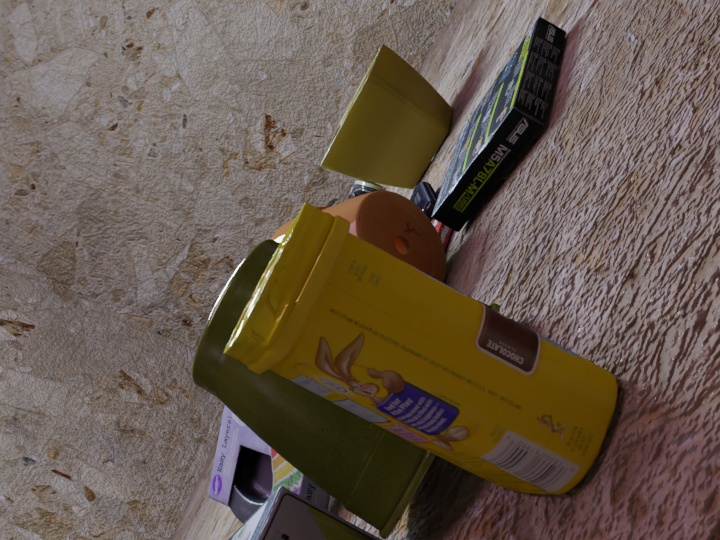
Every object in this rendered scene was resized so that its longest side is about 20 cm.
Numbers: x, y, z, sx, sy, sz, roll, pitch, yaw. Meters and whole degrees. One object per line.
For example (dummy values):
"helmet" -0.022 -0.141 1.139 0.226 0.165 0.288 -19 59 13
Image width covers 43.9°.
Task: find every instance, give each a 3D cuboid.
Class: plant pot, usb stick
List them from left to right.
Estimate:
"plant pot" -0.021 0.073 0.705 0.201 0.192 0.200 -62 -5 -9
"plant pot" 0.005 -0.002 1.052 0.140 0.200 0.201 -33 26 43
"plant pot" 0.060 -0.268 1.657 0.200 0.176 0.200 -59 7 29
"usb stick" 0.096 -0.094 1.323 0.200 0.032 0.056 -92 23 -76

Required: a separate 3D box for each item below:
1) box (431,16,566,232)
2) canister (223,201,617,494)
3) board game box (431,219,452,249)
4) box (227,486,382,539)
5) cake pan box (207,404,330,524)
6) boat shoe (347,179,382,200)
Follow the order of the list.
"box" 0.164 -0.173 1.061 0.193 0.047 0.200 -52 11 45
"canister" 0.030 0.053 0.526 0.087 0.199 0.149 -64 7 -15
"board game box" 0.074 -0.008 1.209 0.103 0.019 0.200 -65 7 -34
"box" -0.055 0.257 0.742 0.060 0.116 0.200 -64 5 -35
"cake pan box" -0.098 0.197 1.045 0.184 0.052 0.201 6 84 52
"boat shoe" 0.008 -0.178 2.197 0.200 0.073 0.065 145 141 -83
